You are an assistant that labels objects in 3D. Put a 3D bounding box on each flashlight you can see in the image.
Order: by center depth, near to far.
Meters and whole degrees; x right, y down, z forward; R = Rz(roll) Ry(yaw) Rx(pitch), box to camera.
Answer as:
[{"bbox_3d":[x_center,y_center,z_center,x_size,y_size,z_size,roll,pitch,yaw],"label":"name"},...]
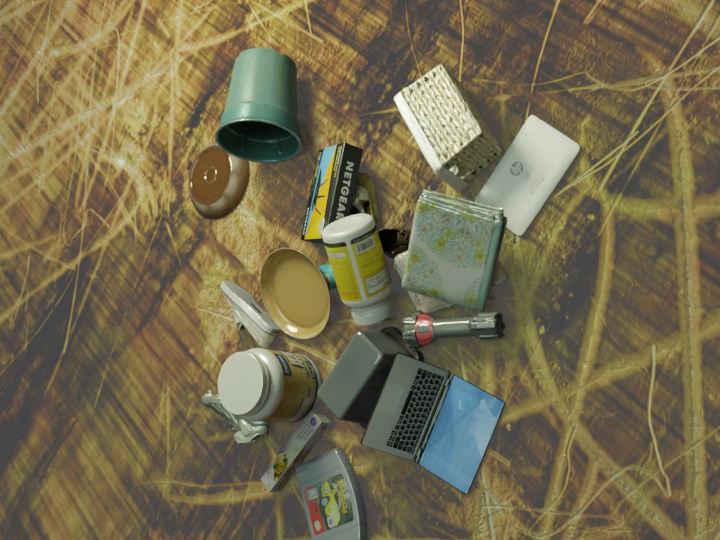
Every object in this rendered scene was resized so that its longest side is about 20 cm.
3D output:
[{"bbox_3d":[0.179,0.111,1.595,0.196,0.069,0.068,-6,39,28],"label":"flashlight"}]

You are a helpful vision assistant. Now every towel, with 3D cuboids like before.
[{"bbox_3d":[0.173,-0.037,1.545,0.167,0.048,0.205,17,113,16],"label":"towel"},{"bbox_3d":[0.169,-0.004,1.600,0.197,0.035,0.134,-25,100,26],"label":"towel"}]

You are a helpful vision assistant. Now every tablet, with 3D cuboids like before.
[{"bbox_3d":[0.316,-0.182,1.587,0.130,0.014,0.202,41,103,33],"label":"tablet"}]

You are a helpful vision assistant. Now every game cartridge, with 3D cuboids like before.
[{"bbox_3d":[-0.055,0.475,1.696,0.131,0.041,0.204,-27,67,23],"label":"game cartridge"}]

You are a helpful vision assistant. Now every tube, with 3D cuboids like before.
[{"bbox_3d":[-0.118,0.027,1.820,0.196,0.050,0.080,-14,78,35],"label":"tube"}]

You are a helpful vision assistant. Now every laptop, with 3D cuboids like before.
[{"bbox_3d":[0.133,0.286,1.561,0.191,0.196,0.116,-67,22,3],"label":"laptop"}]

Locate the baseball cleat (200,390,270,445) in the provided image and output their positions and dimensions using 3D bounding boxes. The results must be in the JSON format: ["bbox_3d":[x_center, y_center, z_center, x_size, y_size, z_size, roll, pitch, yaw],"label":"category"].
[{"bbox_3d":[-0.286,0.331,1.857,0.196,0.069,0.110,3,82,35],"label":"baseball cleat"}]

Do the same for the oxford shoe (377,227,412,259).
[{"bbox_3d":[0.109,-0.046,1.658,0.196,0.084,0.075,5,81,32],"label":"oxford shoe"}]

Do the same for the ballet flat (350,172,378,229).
[{"bbox_3d":[0.003,-0.120,1.753,0.069,0.070,0.205,-17,71,29],"label":"ballet flat"}]

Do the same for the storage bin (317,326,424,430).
[{"bbox_3d":[0.017,0.218,1.638,0.145,0.133,0.202,42,105,32],"label":"storage bin"}]

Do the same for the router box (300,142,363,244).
[{"bbox_3d":[-0.063,-0.161,1.773,0.148,0.050,0.206,0,78,65],"label":"router box"}]

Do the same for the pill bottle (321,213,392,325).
[{"bbox_3d":[0.000,0.000,1.662,0.110,0.112,0.205,-4,112,32],"label":"pill bottle"}]

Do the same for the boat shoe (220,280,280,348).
[{"bbox_3d":[-0.263,0.102,1.889,0.199,0.070,0.071,40,103,27],"label":"boat shoe"}]

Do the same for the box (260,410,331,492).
[{"bbox_3d":[-0.139,0.385,1.765,0.039,0.041,0.202,44,104,30],"label":"box"}]

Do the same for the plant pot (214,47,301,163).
[{"bbox_3d":[-0.223,-0.380,1.889,0.196,0.199,0.201,-8,69,32],"label":"plant pot"}]

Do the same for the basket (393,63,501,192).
[{"bbox_3d":[0.175,-0.281,1.631,0.122,0.135,0.203,-34,64,19],"label":"basket"}]

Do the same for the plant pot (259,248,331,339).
[{"bbox_3d":[-0.136,0.047,1.798,0.196,0.027,0.205,14,114,34],"label":"plant pot"}]

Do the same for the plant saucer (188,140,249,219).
[{"bbox_3d":[-0.358,-0.229,2.034,0.196,0.036,0.206,-8,77,33],"label":"plant saucer"}]

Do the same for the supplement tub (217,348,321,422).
[{"bbox_3d":[-0.187,0.240,1.729,0.142,0.199,0.149,-7,77,31],"label":"supplement tub"}]
